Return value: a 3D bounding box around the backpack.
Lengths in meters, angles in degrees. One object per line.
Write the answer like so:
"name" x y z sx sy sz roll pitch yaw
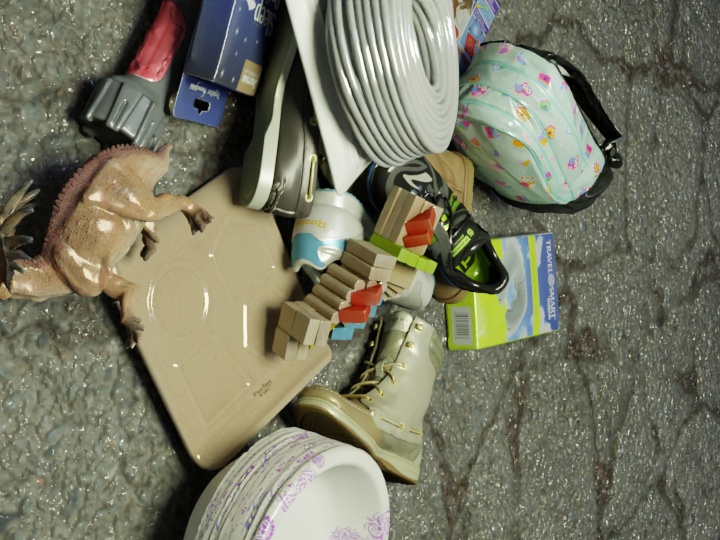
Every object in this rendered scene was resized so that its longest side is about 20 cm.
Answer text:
"backpack" 0.178 -0.152 1.175 0.127 0.166 0.200 -62 141 -21

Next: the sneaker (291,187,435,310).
"sneaker" 0.000 0.000 1.025 0.200 0.076 0.081 36 60 -45

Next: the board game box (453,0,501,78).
"board game box" 0.076 -0.315 1.164 0.200 0.034 0.136 51 52 -37

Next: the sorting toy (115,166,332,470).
"sorting toy" -0.120 0.038 0.922 0.185 0.036 0.201 -42 116 -42

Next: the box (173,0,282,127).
"box" -0.096 -0.215 0.878 0.121 0.032 0.201 -18 125 -79

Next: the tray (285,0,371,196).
"tray" -0.018 -0.174 0.914 0.107 0.022 0.201 -53 133 -58

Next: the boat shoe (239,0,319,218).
"boat shoe" -0.056 -0.145 0.936 0.060 0.072 0.203 14 79 -23

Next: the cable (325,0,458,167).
"cable" 0.034 -0.193 0.925 0.200 0.069 0.201 -68 145 -51

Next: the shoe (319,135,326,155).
"shoe" -0.016 -0.203 0.990 0.070 0.053 0.202 2 102 -39

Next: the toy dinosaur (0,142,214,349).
"toy dinosaur" -0.194 -0.037 0.765 0.136 0.086 0.201 44 64 -31

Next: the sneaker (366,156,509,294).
"sneaker" 0.081 -0.047 1.033 0.071 0.083 0.200 -50 123 -10

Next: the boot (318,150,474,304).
"boot" 0.037 -0.067 1.092 0.199 0.066 0.177 17 66 -48

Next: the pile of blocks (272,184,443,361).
"pile of blocks" 0.013 0.016 0.940 0.200 0.062 0.082 -47 128 -10

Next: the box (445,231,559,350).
"box" 0.172 0.020 1.260 0.199 0.047 0.123 -8 95 -49

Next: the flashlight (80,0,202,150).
"flashlight" -0.160 -0.189 0.859 0.068 0.067 0.201 93 19 -67

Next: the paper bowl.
"paper bowl" -0.070 0.232 0.898 0.200 0.104 0.202 -27 123 -51

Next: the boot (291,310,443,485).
"boot" 0.014 0.108 1.047 0.200 0.072 0.156 42 59 -49
